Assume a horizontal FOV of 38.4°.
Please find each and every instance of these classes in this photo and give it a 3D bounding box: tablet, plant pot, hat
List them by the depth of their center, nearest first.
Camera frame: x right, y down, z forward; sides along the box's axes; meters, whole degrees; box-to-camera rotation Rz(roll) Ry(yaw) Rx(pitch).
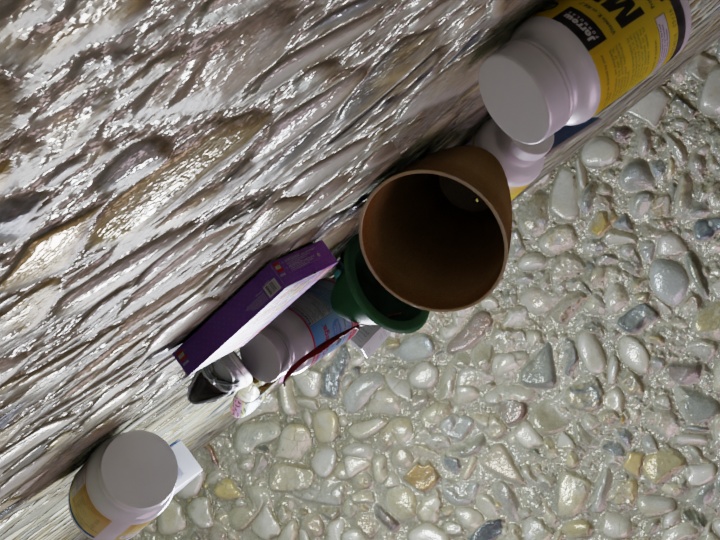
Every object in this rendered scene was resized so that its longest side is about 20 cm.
[{"bbox_3d":[0.116,-0.077,1.307,0.186,0.186,0.200,-41,-172,33],"label":"plant pot"},{"bbox_3d":[-0.019,0.054,1.558,0.199,0.167,0.176,-4,156,-47],"label":"hat"},{"bbox_3d":[0.281,-0.210,1.626,0.129,0.014,0.200,8,-152,38],"label":"tablet"}]

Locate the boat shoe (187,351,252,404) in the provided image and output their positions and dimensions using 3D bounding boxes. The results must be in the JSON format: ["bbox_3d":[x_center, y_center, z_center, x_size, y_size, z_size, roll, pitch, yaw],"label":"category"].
[{"bbox_3d":[-0.220,0.166,1.589,0.065,0.075,0.202,-40,-177,-26],"label":"boat shoe"}]

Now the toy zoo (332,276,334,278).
[{"bbox_3d":[-0.078,0.052,1.835,0.199,0.021,0.131,-34,174,-38],"label":"toy zoo"}]

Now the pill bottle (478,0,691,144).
[{"bbox_3d":[0.217,-0.213,1.006,0.199,0.115,0.114,-36,175,-22],"label":"pill bottle"}]

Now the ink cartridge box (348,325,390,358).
[{"bbox_3d":[0.034,0.036,1.785,0.200,0.116,0.067,-47,159,-8],"label":"ink cartridge box"}]

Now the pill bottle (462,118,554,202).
[{"bbox_3d":[0.189,-0.148,1.443,0.104,0.105,0.200,-34,174,-30],"label":"pill bottle"}]

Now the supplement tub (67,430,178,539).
[{"bbox_3d":[-0.379,0.345,1.653,0.144,0.145,0.200,-33,174,-38],"label":"supplement tub"}]

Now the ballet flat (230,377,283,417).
[{"bbox_3d":[-0.236,0.266,2.459,0.200,0.069,0.071,-41,158,-16],"label":"ballet flat"}]

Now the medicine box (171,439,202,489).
[{"bbox_3d":[-0.533,0.551,2.656,0.182,0.103,0.200,-33,174,-41],"label":"medicine box"}]

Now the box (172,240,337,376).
[{"bbox_3d":[-0.133,0.046,1.305,0.200,0.039,0.137,-41,174,28],"label":"box"}]

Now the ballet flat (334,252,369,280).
[{"bbox_3d":[0.000,0.000,1.665,0.073,0.073,0.200,-36,173,-9],"label":"ballet flat"}]

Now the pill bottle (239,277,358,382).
[{"bbox_3d":[-0.094,0.095,1.608,0.200,0.109,0.109,-32,173,-48],"label":"pill bottle"}]
